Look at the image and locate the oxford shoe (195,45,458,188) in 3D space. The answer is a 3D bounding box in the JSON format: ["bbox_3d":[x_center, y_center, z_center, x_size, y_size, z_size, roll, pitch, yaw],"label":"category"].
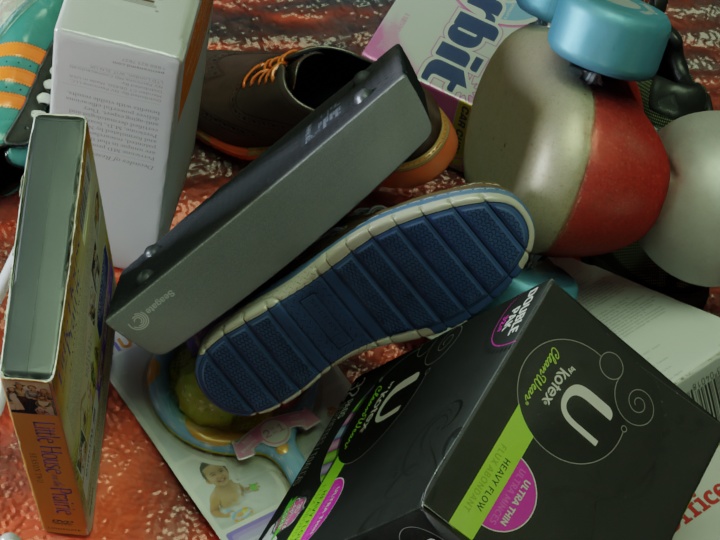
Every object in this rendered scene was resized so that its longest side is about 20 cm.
[{"bbox_3d":[-0.038,-0.105,1.598,0.199,0.073,0.071,12,60,31],"label":"oxford shoe"}]

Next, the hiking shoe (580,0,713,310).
[{"bbox_3d":[0.165,-0.062,1.614,0.075,0.101,0.201,-1,57,-9],"label":"hiking shoe"}]

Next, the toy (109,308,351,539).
[{"bbox_3d":[-0.059,0.066,1.526,0.115,0.047,0.200,-25,64,-23],"label":"toy"}]

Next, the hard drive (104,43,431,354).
[{"bbox_3d":[-0.045,-0.036,1.476,0.200,0.135,0.042,-39,100,7],"label":"hard drive"}]

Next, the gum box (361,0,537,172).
[{"bbox_3d":[0.089,-0.153,1.684,0.113,0.066,0.200,25,56,9],"label":"gum box"}]

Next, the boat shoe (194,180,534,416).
[{"bbox_3d":[0.000,0.000,1.458,0.199,0.072,0.072,-26,26,19],"label":"boat shoe"}]

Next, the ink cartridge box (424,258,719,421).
[{"bbox_3d":[0.114,0.050,1.546,0.109,0.051,0.200,-30,31,-25],"label":"ink cartridge box"}]

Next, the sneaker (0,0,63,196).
[{"bbox_3d":[-0.201,-0.090,1.599,0.080,0.071,0.200,35,66,14],"label":"sneaker"}]

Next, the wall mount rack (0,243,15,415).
[{"bbox_3d":[-0.254,-0.007,1.505,0.200,0.075,0.174,41,84,18],"label":"wall mount rack"}]

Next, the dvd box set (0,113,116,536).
[{"bbox_3d":[-0.152,0.032,1.432,0.029,0.200,0.147,3,64,2],"label":"dvd box set"}]

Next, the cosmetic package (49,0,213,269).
[{"bbox_3d":[-0.126,-0.098,1.533,0.071,0.200,0.102,13,56,0],"label":"cosmetic package"}]

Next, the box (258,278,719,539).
[{"bbox_3d":[0.056,0.118,1.395,0.124,0.200,0.149,40,59,-14],"label":"box"}]

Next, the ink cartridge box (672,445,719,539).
[{"bbox_3d":[0.228,0.187,1.452,0.147,0.083,0.200,-28,64,-40],"label":"ink cartridge box"}]

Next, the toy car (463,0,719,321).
[{"bbox_3d":[0.164,-0.051,1.521,0.199,0.185,0.177,15,16,-13],"label":"toy car"}]

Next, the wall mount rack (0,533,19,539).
[{"bbox_3d":[-0.137,0.232,1.377,0.173,0.075,0.200,29,56,11],"label":"wall mount rack"}]
